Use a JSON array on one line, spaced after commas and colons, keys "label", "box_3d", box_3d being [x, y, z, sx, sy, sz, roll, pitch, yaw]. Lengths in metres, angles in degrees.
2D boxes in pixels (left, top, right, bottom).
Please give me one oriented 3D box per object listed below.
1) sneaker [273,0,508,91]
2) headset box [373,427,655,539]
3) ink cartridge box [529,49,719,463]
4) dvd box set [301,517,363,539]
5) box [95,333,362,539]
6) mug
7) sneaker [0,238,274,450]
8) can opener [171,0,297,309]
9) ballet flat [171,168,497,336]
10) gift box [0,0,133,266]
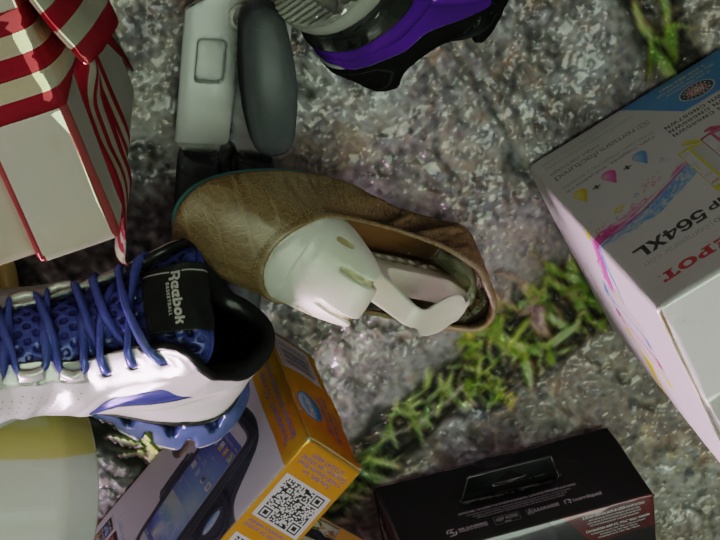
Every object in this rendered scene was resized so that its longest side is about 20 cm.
[{"label": "sneaker", "box_3d": [0.051, -0.166, 0.735, 0.200, 0.070, 0.100, -44, 139, -3]}, {"label": "headset box", "box_3d": [0.096, 0.193, 0.908, 0.148, 0.077, 0.201, -13, 119, -9]}, {"label": "ink cartridge box", "box_3d": [0.194, -0.001, 0.771, 0.128, 0.200, 0.125, -32, 119, 1]}, {"label": "dvd box set", "box_3d": [0.012, 0.223, 0.856, 0.200, 0.029, 0.147, 28, 126, 3]}, {"label": "box", "box_3d": [-0.088, 0.137, 0.807, 0.041, 0.119, 0.200, 37, 100, -27]}, {"label": "mug", "box_3d": [-0.208, 0.092, 0.744, 0.153, 0.150, 0.187, 2, 121, -25]}, {"label": "sneaker", "box_3d": [-0.123, 0.026, 0.694, 0.199, 0.081, 0.115, 5, 151, -29]}, {"label": "can opener", "box_3d": [-0.065, -0.038, 0.759, 0.053, 0.067, 0.201, 1, 114, -15]}, {"label": "ballet flat", "box_3d": [0.000, 0.000, 0.752, 0.200, 0.072, 0.068, 15, 117, -47]}, {"label": "gift box", "box_3d": [-0.184, -0.087, 0.646, 0.186, 0.185, 0.200, -19, 122, 4]}]
